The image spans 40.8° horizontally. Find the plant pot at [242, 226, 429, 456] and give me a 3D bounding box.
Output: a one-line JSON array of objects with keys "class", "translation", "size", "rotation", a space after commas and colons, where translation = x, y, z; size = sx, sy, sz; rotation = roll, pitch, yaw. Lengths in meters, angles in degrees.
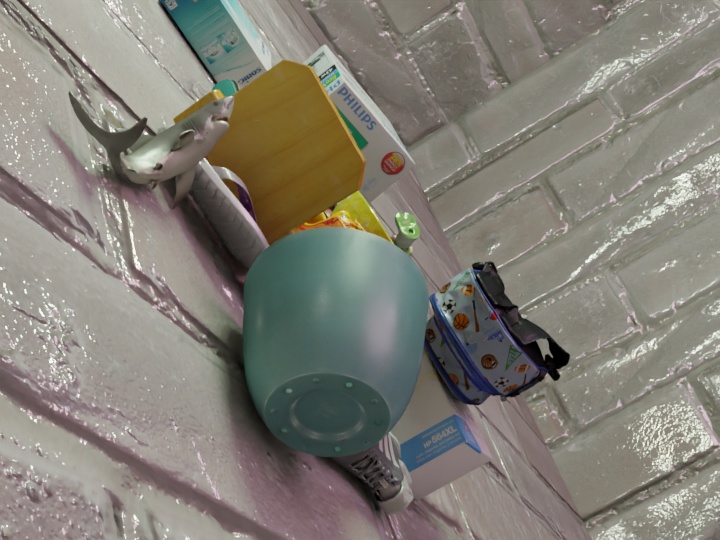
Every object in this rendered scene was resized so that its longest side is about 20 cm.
[{"class": "plant pot", "translation": [-0.029, 0.086, 0.975], "size": [0.201, 0.199, 0.162], "rotation": [52, 26, -34]}]

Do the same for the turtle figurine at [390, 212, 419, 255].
[{"class": "turtle figurine", "translation": [0.014, -0.036, 1.569], "size": [0.142, 0.195, 0.202], "rotation": [22, 52, -3]}]

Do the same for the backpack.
[{"class": "backpack", "translation": [0.161, 0.085, 1.286], "size": [0.201, 0.154, 0.190], "rotation": [53, 3, 17]}]

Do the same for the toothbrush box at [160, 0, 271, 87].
[{"class": "toothbrush box", "translation": [-0.231, -0.396, 1.582], "size": [0.201, 0.085, 0.147], "rotation": [54, 11, -27]}]

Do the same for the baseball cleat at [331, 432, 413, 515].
[{"class": "baseball cleat", "translation": [0.021, 0.229, 1.134], "size": [0.107, 0.069, 0.200], "rotation": [64, 12, 21]}]

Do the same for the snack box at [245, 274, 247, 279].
[{"class": "snack box", "translation": [-0.045, 0.022, 1.185], "size": [0.199, 0.071, 0.025], "rotation": [4, 90, -50]}]

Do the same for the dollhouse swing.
[{"class": "dollhouse swing", "translation": [-0.099, -0.136, 1.183], "size": [0.201, 0.175, 0.182], "rotation": [59, 0, -1]}]

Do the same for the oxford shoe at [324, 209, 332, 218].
[{"class": "oxford shoe", "translation": [-0.055, -0.004, 1.470], "size": [0.074, 0.070, 0.202], "rotation": [2, 56, -46]}]

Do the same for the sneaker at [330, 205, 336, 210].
[{"class": "sneaker", "translation": [-0.082, -0.156, 1.664], "size": [0.080, 0.078, 0.201], "rotation": [58, 11, -39]}]

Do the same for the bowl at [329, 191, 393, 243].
[{"class": "bowl", "translation": [0.000, 0.000, 1.357], "size": [0.202, 0.107, 0.200], "rotation": [59, -2, 4]}]

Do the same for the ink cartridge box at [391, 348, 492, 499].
[{"class": "ink cartridge box", "translation": [0.073, 0.188, 1.335], "size": [0.128, 0.124, 0.202], "rotation": [42, 21, -59]}]

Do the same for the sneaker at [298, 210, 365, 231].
[{"class": "sneaker", "translation": [-0.019, -0.032, 1.218], "size": [0.072, 0.078, 0.199], "rotation": [6, 14, -46]}]

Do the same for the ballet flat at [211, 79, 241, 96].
[{"class": "ballet flat", "translation": [-0.174, -0.203, 1.391], "size": [0.201, 0.067, 0.064], "rotation": [-108, 171, -47]}]

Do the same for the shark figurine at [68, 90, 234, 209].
[{"class": "shark figurine", "translation": [-0.225, -0.128, 0.985], "size": [0.089, 0.129, 0.214], "rotation": [36, 24, 14]}]

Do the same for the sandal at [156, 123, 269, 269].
[{"class": "sandal", "translation": [-0.153, -0.087, 1.098], "size": [0.204, 0.050, 0.082], "rotation": [54, -28, -9]}]

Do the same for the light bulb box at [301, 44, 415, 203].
[{"class": "light bulb box", "translation": [-0.030, -0.243, 1.632], "size": [0.198, 0.124, 0.201], "rotation": [45, 12, -29]}]
